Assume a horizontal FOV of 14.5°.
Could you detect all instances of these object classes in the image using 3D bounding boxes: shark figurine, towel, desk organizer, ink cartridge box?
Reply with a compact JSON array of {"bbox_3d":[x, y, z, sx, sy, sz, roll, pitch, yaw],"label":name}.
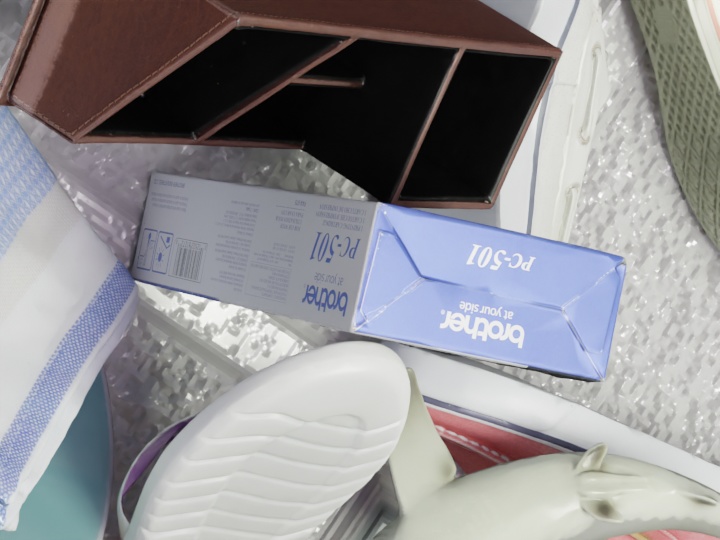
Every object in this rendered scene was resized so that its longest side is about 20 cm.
[{"bbox_3d":[0.073,0.104,1.046,0.213,0.090,0.129,-5,66,-17],"label":"shark figurine"},{"bbox_3d":[-0.151,-0.026,0.952,0.024,0.147,0.201,-20,115,30],"label":"towel"},{"bbox_3d":[-0.022,-0.068,0.963,0.200,0.077,0.072,-1,120,-55],"label":"desk organizer"},{"bbox_3d":[0.000,0.000,0.976,0.094,0.200,0.045,12,90,-25],"label":"ink cartridge box"}]

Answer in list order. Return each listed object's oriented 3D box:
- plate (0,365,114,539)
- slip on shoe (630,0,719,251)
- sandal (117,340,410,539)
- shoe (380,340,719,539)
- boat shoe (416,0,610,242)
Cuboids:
[{"bbox_3d":[-0.155,0.035,0.957,0.200,0.025,0.201,35,45,-46],"label":"plate"},{"bbox_3d":[0.150,-0.080,1.099,0.061,0.074,0.201,-25,106,-20],"label":"slip on shoe"},{"bbox_3d":[-0.051,0.074,1.009,0.082,0.050,0.203,0,145,-31],"label":"sandal"},{"bbox_3d":[0.077,0.098,1.106,0.199,0.071,0.091,24,89,-30],"label":"shoe"},{"bbox_3d":[0.061,-0.075,1.069,0.070,0.071,0.201,-2,100,-52],"label":"boat shoe"}]
